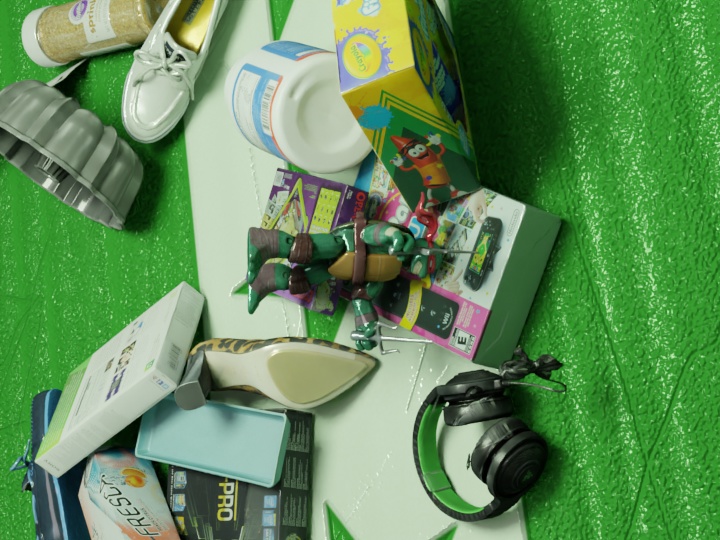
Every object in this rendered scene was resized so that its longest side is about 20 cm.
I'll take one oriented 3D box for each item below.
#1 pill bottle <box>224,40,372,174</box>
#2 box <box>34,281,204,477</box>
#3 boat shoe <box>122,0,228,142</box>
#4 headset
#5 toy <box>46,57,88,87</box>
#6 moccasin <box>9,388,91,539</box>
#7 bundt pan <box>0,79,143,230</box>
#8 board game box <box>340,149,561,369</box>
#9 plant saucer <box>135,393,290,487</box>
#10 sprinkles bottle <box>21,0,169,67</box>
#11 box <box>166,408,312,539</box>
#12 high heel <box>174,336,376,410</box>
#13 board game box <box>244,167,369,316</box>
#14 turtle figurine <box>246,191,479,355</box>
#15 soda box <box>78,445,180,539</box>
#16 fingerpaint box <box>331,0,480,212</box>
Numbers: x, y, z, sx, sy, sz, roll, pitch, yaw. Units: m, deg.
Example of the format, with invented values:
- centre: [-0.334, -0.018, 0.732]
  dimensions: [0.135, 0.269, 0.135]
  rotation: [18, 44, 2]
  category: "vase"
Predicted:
- centre: [-0.062, -0.162, 1.625]
  dimensions: [0.200, 0.112, 0.113]
  rotation: [32, 103, 65]
  category: "pill bottle"
- centre: [-0.249, 0.113, 1.758]
  dimensions: [0.200, 0.036, 0.145]
  rotation: [-35, 25, 30]
  category: "box"
- centre: [-0.194, -0.226, 1.779]
  dimensions: [0.074, 0.086, 0.203]
  rotation: [29, 97, -6]
  category: "boat shoe"
- centre: [0.105, 0.137, 1.465]
  dimensions: [0.200, 0.094, 0.124]
  rotation: [-49, 58, 37]
  category: "headset"
- centre: [-0.398, -0.169, 1.963]
  dimensions: [0.199, 0.115, 0.047]
  rotation: [-23, 108, 32]
  category: "toy"
- centre: [-0.340, 0.230, 1.829]
  dimensions: [0.068, 0.080, 0.202]
  rotation: [-16, 70, 24]
  category: "moccasin"
- centre: [-0.316, -0.133, 1.819]
  dimensions: [0.201, 0.202, 0.076]
  rotation: [23, 73, 40]
  category: "bundt pan"
- centre: [0.069, -0.015, 1.548]
  dimensions: [0.199, 0.064, 0.149]
  rotation: [25, 98, 41]
  category: "board game box"
- centre: [-0.145, 0.164, 1.663]
  dimensions: [0.199, 0.019, 0.071]
  rotation: [6, 82, 41]
  category: "plant saucer"
- centre: [-0.291, -0.276, 1.897]
  dimensions: [0.199, 0.068, 0.069]
  rotation: [-6, 78, 38]
  category: "sprinkles bottle"
- centre: [-0.123, 0.241, 1.668]
  dimensions: [0.160, 0.049, 0.202]
  rotation: [-6, 76, 38]
  category: "box"
- centre: [-0.079, 0.086, 1.667]
  dimensions: [0.198, 0.143, 0.072]
  rotation: [-9, 104, 6]
  category: "high heel"
- centre: [-0.054, -0.031, 1.621]
  dimensions: [0.200, 0.032, 0.121]
  rotation: [21, 91, 67]
  category: "board game box"
- centre: [0.000, 0.000, 1.482]
  dimensions: [0.101, 0.198, 0.150]
  rotation: [-93, 4, -47]
  category: "turtle figurine"
- centre: [-0.229, 0.259, 1.695]
  dimensions: [0.200, 0.063, 0.069]
  rotation: [56, 133, 54]
  category: "soda box"
- centre: [0.038, -0.184, 1.497]
  dimensions: [0.073, 0.167, 0.201]
  rotation: [-19, 48, 14]
  category: "fingerpaint box"
